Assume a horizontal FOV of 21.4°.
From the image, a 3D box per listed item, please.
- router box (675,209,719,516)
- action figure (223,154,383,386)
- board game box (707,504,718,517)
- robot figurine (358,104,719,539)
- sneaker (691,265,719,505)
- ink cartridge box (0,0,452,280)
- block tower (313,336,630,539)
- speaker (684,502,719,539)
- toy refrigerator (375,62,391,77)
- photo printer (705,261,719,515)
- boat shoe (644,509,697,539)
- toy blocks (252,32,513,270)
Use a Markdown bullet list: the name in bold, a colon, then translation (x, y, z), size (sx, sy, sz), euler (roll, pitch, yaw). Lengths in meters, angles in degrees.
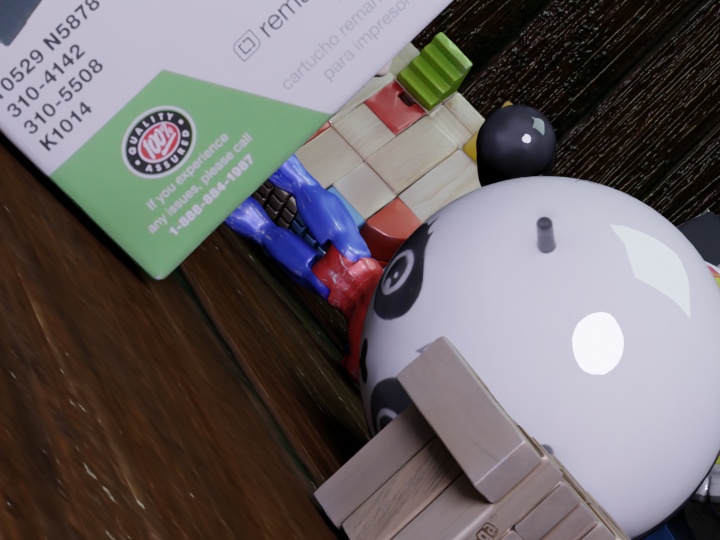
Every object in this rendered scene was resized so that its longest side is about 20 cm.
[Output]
- **router box**: translation (0.231, 0.084, 1.032), size (0.200, 0.051, 0.150), euler (43, -34, 36)
- **action figure**: translation (0.000, 0.000, 0.897), size (0.200, 0.065, 0.099), euler (48, 14, 34)
- **board game box**: translation (0.136, 0.076, 1.072), size (0.134, 0.045, 0.201), euler (34, -34, 45)
- **robot figurine**: translation (0.061, 0.039, 0.648), size (0.150, 0.125, 0.200), euler (45, -2, 10)
- **sneaker**: translation (0.144, 0.043, 0.741), size (0.078, 0.091, 0.199), euler (2, -1, -43)
- **ink cartridge box**: translation (-0.082, -0.122, 0.554), size (0.200, 0.146, 0.084), euler (45, 4, -20)
- **block tower**: translation (0.066, 0.103, 0.542), size (0.200, 0.058, 0.054), euler (47, 1, -37)
- **speaker**: translation (0.176, 0.176, 0.963), size (0.200, 0.081, 0.081), euler (47, 3, 19)
- **toy refrigerator**: translation (-0.079, -0.143, 0.777), size (0.199, 0.070, 0.076), euler (18, 0, -27)
- **photo printer**: translation (0.194, 0.083, 0.871), size (0.166, 0.069, 0.200), euler (44, -4, 38)
- **boat shoe**: translation (0.111, 0.130, 0.834), size (0.201, 0.084, 0.069), euler (-105, 168, -46)
- **toy blocks**: translation (-0.001, -0.048, 0.995), size (0.200, 0.137, 0.100), euler (47, -33, 10)
